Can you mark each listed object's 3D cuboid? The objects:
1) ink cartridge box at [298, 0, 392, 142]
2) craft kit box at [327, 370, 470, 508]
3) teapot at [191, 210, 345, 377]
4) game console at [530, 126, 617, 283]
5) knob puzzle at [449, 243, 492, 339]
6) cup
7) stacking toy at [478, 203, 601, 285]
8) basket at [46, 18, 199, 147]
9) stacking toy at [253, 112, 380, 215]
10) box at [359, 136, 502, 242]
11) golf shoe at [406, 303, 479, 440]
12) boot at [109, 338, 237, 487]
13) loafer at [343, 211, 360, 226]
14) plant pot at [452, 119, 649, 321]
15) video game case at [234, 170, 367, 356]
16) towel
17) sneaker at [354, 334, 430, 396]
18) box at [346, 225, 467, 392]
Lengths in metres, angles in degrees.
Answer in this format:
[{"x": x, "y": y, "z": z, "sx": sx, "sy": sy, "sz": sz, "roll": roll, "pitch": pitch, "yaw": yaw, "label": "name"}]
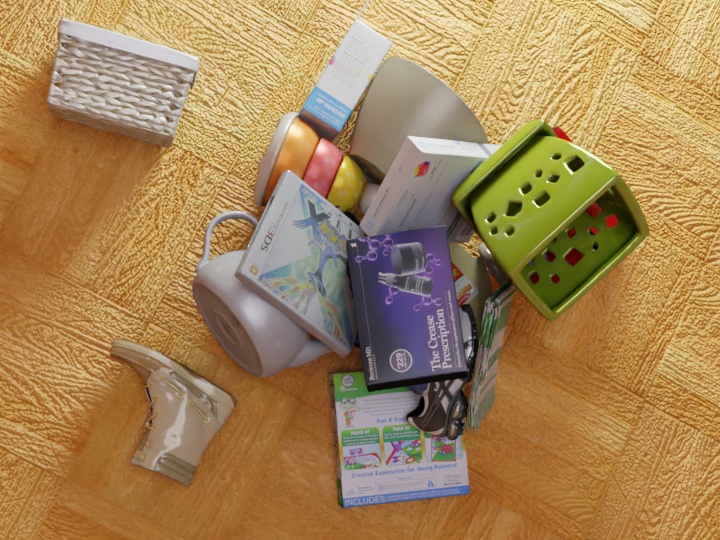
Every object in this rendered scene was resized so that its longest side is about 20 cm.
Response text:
[{"x": -0.018, "y": -0.294, "z": 1.716, "sx": 0.068, "sy": 0.115, "sz": 0.201, "roll": 31, "pitch": 80, "yaw": -7, "label": "ink cartridge box"}, {"x": 0.057, "y": 0.244, "z": 1.724, "sx": 0.199, "sy": 0.049, "sz": 0.199, "roll": -3, "pitch": 88, "yaw": -12, "label": "craft kit box"}, {"x": -0.136, "y": 0.041, "z": 1.634, "sx": 0.146, "sy": 0.197, "sz": 0.201, "roll": -37, "pitch": 134, "yaw": -22, "label": "teapot"}, {"x": 0.303, "y": -0.093, "z": 1.818, "sx": 0.172, "sy": 0.119, "sz": 0.200, "roll": -39, "pitch": 94, "yaw": 19, "label": "game console"}, {"x": 0.114, "y": 0.053, "z": 1.748, "sx": 0.218, "sy": 0.030, "sz": 0.221, "roll": 0, "pitch": 77, "yaw": -2, "label": "knob puzzle"}, {"x": 0.066, "y": -0.189, "z": 1.684, "sx": 0.200, "sy": 0.200, "sz": 0.143, "roll": 41, "pitch": 80, "yaw": -6, "label": "cup"}, {"x": 0.279, "y": -0.058, "z": 1.736, "sx": 0.200, "sy": 0.085, "sz": 0.086, "roll": -36, "pitch": 93, "yaw": 11, "label": "stacking toy"}, {"x": -0.341, "y": -0.261, "z": 1.638, "sx": 0.199, "sy": 0.136, "sz": 0.124, "roll": 15, "pitch": 86, "yaw": -10, "label": "basket"}, {"x": -0.045, "y": -0.130, "z": 1.668, "sx": 0.199, "sy": 0.146, "sz": 0.147, "roll": 22, "pitch": 81, "yaw": 0, "label": "stacking toy"}, {"x": 0.112, "y": -0.110, "z": 1.632, "sx": 0.199, "sy": 0.156, "sz": 0.041, "roll": -2, "pitch": 42, "yaw": -43, "label": "box"}, {"x": 0.119, "y": 0.144, "z": 1.678, "sx": 0.094, "sy": 0.078, "sz": 0.201, "roll": 10, "pitch": 93, "yaw": 0, "label": "golf shoe"}, {"x": -0.295, "y": 0.202, "z": 1.637, "sx": 0.199, "sy": 0.073, "sz": 0.156, "roll": 32, "pitch": 77, "yaw": -13, "label": "boot"}, {"x": 0.000, "y": 0.000, "z": 1.695, "sx": 0.073, "sy": 0.072, "sz": 0.200, "roll": -41, "pitch": 79, "yaw": 16, "label": "loafer"}, {"x": 0.256, "y": -0.079, "z": 1.606, "sx": 0.199, "sy": 0.200, "sz": 0.182, "roll": -43, "pitch": 55, "yaw": 4, "label": "plant pot"}, {"x": -0.062, "y": -0.010, "z": 1.588, "sx": 0.200, "sy": 0.022, "sz": 0.183, "roll": 38, "pitch": 55, "yaw": -24, "label": "video game case"}, {"x": 0.193, "y": 0.121, "z": 1.682, "sx": 0.023, "sy": 0.152, "sz": 0.201, "roll": 12, "pitch": 105, "yaw": 16, "label": "towel"}, {"x": 0.048, "y": 0.072, "z": 1.626, "sx": 0.114, "sy": 0.081, "sz": 0.201, "roll": 6, "pitch": 81, "yaw": -7, "label": "sneaker"}, {"x": 0.062, "y": 0.053, "z": 1.559, "sx": 0.140, "sy": 0.079, "sz": 0.201, "roll": -9, "pitch": 78, "yaw": 4, "label": "box"}]
